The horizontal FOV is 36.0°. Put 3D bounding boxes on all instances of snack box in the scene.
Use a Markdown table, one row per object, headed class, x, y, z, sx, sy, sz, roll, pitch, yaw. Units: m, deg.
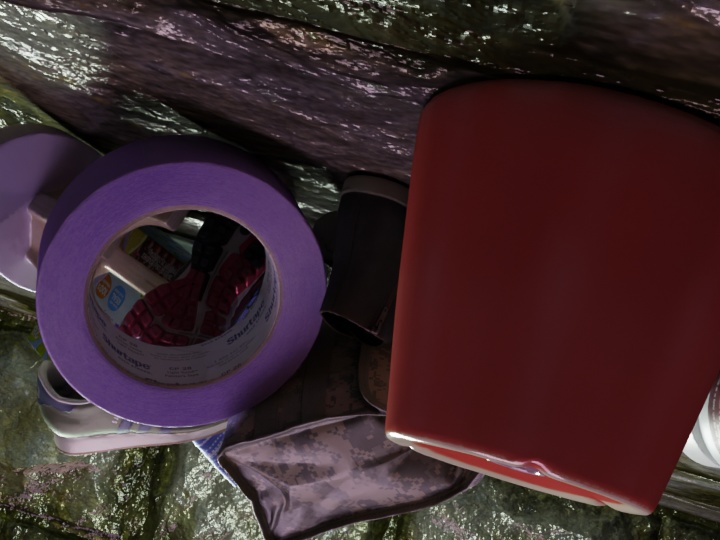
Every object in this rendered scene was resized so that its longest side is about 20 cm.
| class | x | y | z | sx | sy | sz | roll | pitch | yaw |
| --- | --- | --- | --- | --- | --- | --- | --- | --- | --- |
| snack box | -0.229 | 0.044 | 1.078 | 0.068 | 0.169 | 0.200 | 27 | -176 | -39 |

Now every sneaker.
| class | x | y | z | sx | sy | sz | roll | pitch | yaw |
| --- | --- | --- | --- | --- | --- | --- | --- | --- | --- |
| sneaker | -0.125 | 0.030 | 0.903 | 0.081 | 0.200 | 0.075 | 37 | 170 | 8 |
| sneaker | -0.179 | 0.095 | 0.933 | 0.199 | 0.067 | 0.090 | -12 | 125 | 6 |
| sneaker | 0.044 | 0.016 | 0.822 | 0.075 | 0.107 | 0.200 | 5 | 163 | 47 |

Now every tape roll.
| class | x | y | z | sx | sy | sz | roll | pitch | yaw |
| --- | --- | --- | --- | --- | --- | --- | --- | --- | --- |
| tape roll | -0.127 | 0.009 | 0.789 | 0.199 | 0.201 | 0.066 | 22 | -165 | -21 |

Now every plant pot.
| class | x | y | z | sx | sy | sz | roll | pitch | yaw |
| --- | --- | --- | --- | --- | --- | --- | --- | --- | --- |
| plant pot | 0.104 | 0.022 | 0.581 | 0.200 | 0.178 | 0.200 | 17 | 168 | 4 |

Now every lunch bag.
| class | x | y | z | sx | sy | sz | roll | pitch | yaw |
| --- | --- | --- | --- | --- | --- | --- | --- | --- | --- |
| lunch bag | 0.009 | 0.101 | 0.847 | 0.199 | 0.164 | 0.118 | -18 | 117 | 15 |

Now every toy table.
| class | x | y | z | sx | sy | sz | roll | pitch | yaw |
| --- | --- | --- | --- | --- | --- | --- | --- | --- | --- |
| toy table | -0.220 | -0.025 | 0.894 | 0.117 | 0.184 | 0.200 | 29 | -179 | 26 |

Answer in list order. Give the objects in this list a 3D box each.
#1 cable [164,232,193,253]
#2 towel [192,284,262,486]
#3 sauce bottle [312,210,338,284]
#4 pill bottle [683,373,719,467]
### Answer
| class | x | y | z | sx | sy | sz | roll | pitch | yaw |
| --- | --- | --- | --- | --- | --- | --- | --- | --- | --- |
| cable | -0.205 | 0.010 | 1.262 | 0.199 | 0.070 | 0.200 | 10 | 167 | 31 |
| towel | -0.109 | 0.111 | 1.062 | 0.024 | 0.145 | 0.200 | 35 | 163 | 41 |
| sauce bottle | 0.000 | 0.000 | 0.923 | 0.064 | 0.065 | 0.200 | 15 | 168 | 12 |
| pill bottle | 0.326 | 0.108 | 0.834 | 0.109 | 0.110 | 0.200 | 21 | 169 | -16 |
